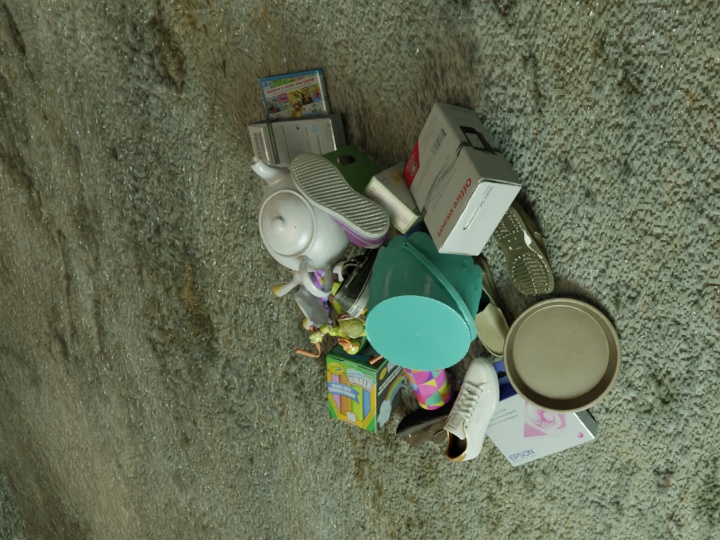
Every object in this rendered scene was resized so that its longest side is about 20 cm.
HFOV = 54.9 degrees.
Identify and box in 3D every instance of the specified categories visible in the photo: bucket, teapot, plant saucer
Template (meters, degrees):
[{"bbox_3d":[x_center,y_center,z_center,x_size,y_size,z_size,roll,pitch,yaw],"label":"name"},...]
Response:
[{"bbox_3d":[0.104,0.057,1.149,0.202,0.136,0.210,8,135,8],"label":"bucket"},{"bbox_3d":[-0.111,-0.082,1.244,0.197,0.146,0.201,23,108,19],"label":"teapot"},{"bbox_3d":[0.344,0.144,1.189,0.195,0.029,0.205,2,99,12],"label":"plant saucer"}]

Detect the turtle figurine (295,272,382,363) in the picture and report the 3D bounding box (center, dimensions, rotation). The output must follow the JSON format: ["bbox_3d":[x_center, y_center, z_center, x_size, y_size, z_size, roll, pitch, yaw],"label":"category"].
[{"bbox_3d":[-0.033,0.087,1.276,0.064,0.196,0.165,132,132,-54],"label":"turtle figurine"}]

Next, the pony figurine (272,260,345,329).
[{"bbox_3d":[-0.093,0.034,1.407,0.193,0.165,0.201,47,146,13],"label":"pony figurine"}]

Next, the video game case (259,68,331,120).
[{"bbox_3d":[-0.112,-0.274,1.328,0.140,0.018,0.204,3,115,33],"label":"video game case"}]

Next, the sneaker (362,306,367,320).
[{"bbox_3d":[0.084,0.089,1.343,0.196,0.082,0.080,-1,112,33],"label":"sneaker"}]

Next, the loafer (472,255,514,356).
[{"bbox_3d":[0.221,0.074,1.253,0.075,0.067,0.203,-20,102,39],"label":"loafer"}]

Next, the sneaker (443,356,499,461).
[{"bbox_3d":[0.202,0.264,1.289,0.072,0.084,0.205,18,104,42],"label":"sneaker"}]

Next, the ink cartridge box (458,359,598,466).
[{"bbox_3d":[0.305,0.261,1.296,0.201,0.043,0.195,48,131,-8],"label":"ink cartridge box"}]

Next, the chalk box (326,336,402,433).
[{"bbox_3d":[0.009,0.203,1.427,0.122,0.125,0.204,13,119,27],"label":"chalk box"}]

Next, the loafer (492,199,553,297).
[{"bbox_3d":[0.273,-0.043,1.154,0.075,0.068,0.202,-10,124,32],"label":"loafer"}]

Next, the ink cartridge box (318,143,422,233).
[{"bbox_3d":[0.039,-0.160,1.201,0.200,0.145,0.048,44,120,7],"label":"ink cartridge box"}]

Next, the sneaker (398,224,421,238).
[{"bbox_3d":[0.105,-0.022,1.278,0.076,0.066,0.205,1,95,1],"label":"sneaker"}]

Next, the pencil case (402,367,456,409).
[{"bbox_3d":[0.122,0.179,1.324,0.087,0.089,0.202,7,142,30],"label":"pencil case"}]

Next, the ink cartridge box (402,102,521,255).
[{"bbox_3d":[0.155,-0.145,1.104,0.147,0.082,0.202,-63,34,38],"label":"ink cartridge box"}]

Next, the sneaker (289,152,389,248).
[{"bbox_3d":[-0.040,-0.106,1.167,0.200,0.073,0.115,42,167,8],"label":"sneaker"}]

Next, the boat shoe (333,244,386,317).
[{"bbox_3d":[0.000,0.000,1.274,0.063,0.201,0.071,34,125,-9],"label":"boat shoe"}]

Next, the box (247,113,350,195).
[{"bbox_3d":[-0.113,-0.211,1.323,0.196,0.041,0.159,3,116,33],"label":"box"}]

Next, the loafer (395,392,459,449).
[{"bbox_3d":[0.160,0.312,1.425,0.071,0.073,0.199,46,135,-11],"label":"loafer"}]
